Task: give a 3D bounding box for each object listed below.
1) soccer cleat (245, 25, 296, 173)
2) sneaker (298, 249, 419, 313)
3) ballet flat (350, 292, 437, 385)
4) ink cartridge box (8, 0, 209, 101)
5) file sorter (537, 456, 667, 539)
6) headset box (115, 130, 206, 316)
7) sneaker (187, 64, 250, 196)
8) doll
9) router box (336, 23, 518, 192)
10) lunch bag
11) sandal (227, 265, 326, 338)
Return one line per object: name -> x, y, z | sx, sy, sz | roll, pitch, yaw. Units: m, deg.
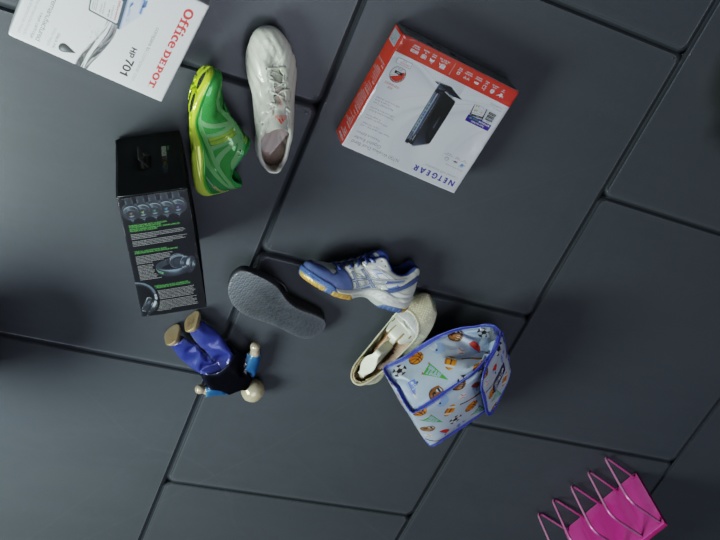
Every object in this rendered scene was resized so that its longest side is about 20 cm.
soccer cleat -> -0.117, -0.228, 1.261 | 0.069, 0.078, 0.201 | -6, 124, -10
sneaker -> 0.000, 0.000, 1.458 | 0.199, 0.075, 0.088 | 14, 108, -30
ballet flat -> 0.054, 0.121, 1.539 | 0.200, 0.067, 0.062 | -53, 163, 22
ink cartridge box -> -0.306, -0.322, 1.147 | 0.199, 0.086, 0.147 | 22, 116, -24
file sorter -> 0.473, 0.492, 1.860 | 0.125, 0.139, 0.200 | 36, 109, -28
headset box -> -0.272, -0.072, 1.268 | 0.092, 0.174, 0.201 | -9, 126, -9
sneaker -> -0.193, -0.193, 1.273 | 0.083, 0.074, 0.200 | -4, 133, -9
doll -> -0.221, 0.150, 1.508 | 0.136, 0.049, 0.200 | -33, 124, 10
router box -> 0.095, -0.227, 1.333 | 0.199, 0.049, 0.180 | 19, 117, -25
lunch bag -> 0.162, 0.184, 1.563 | 0.200, 0.124, 0.170 | -32, 148, -5
sandal -> -0.137, 0.049, 1.472 | 0.076, 0.043, 0.200 | -34, 134, 19
